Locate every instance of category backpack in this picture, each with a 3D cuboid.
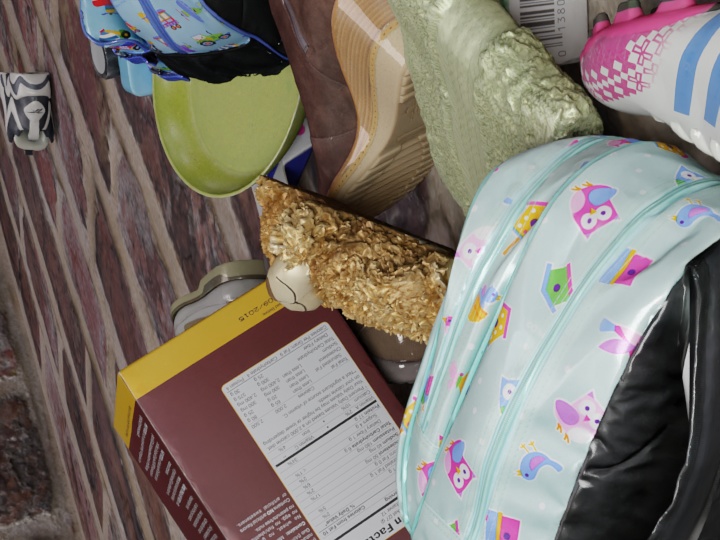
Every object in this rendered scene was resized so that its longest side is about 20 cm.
[{"bbox_3d":[-0.120,-0.221,1.023,0.200,0.134,0.183,10,-107,-71],"label":"backpack"},{"bbox_3d":[0.094,0.051,0.610,0.127,0.167,0.200,29,117,33],"label":"backpack"}]

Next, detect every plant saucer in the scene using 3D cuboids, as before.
[{"bbox_3d":[-0.090,-0.153,1.182,0.200,0.031,0.200,-3,86,52],"label":"plant saucer"}]

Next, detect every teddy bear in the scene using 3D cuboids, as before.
[{"bbox_3d":[0.013,0.009,0.857,0.200,0.145,0.067,23,93,26],"label":"teddy bear"}]

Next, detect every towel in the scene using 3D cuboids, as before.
[{"bbox_3d":[0.067,-0.050,0.728,0.148,0.036,0.200,55,170,33],"label":"towel"}]

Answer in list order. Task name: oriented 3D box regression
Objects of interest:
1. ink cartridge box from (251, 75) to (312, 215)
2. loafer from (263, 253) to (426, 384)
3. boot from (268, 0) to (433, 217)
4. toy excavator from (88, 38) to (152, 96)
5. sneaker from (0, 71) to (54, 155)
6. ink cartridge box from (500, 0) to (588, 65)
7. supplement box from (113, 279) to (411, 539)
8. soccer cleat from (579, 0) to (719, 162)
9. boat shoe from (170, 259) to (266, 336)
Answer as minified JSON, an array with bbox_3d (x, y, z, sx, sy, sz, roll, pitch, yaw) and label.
[{"bbox_3d":[-0.073,-0.122,1.235,0.095,0.037,0.200,120,139,-62],"label":"ink cartridge box"},{"bbox_3d":[0.000,0.000,1.036,0.200,0.073,0.071,38,132,50],"label":"loafer"},{"bbox_3d":[-0.018,-0.134,0.938,0.166,0.072,0.200,56,154,21],"label":"boot"},{"bbox_3d":[-0.156,-0.183,1.380,0.200,0.100,0.195,29,129,57],"label":"toy excavator"},{"bbox_3d":[-0.528,-0.246,2.493,0.199,0.079,0.130,13,104,60],"label":"sneaker"},{"bbox_3d":[0.049,-0.193,0.801,0.200,0.050,0.161,-147,49,-63],"label":"ink cartridge box"},{"bbox_3d":[-0.048,0.131,1.013,0.200,0.133,0.197,56,164,8],"label":"supplement box"},{"bbox_3d":[0.136,-0.060,0.562,0.200,0.070,0.086,176,87,-72],"label":"soccer cleat"},{"bbox_3d":[-0.124,0.052,1.423,0.200,0.075,0.068,131,132,-67],"label":"boat shoe"}]
